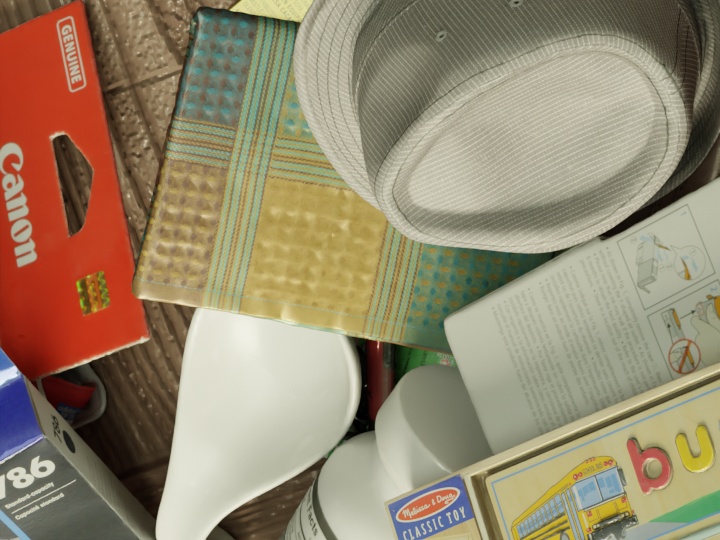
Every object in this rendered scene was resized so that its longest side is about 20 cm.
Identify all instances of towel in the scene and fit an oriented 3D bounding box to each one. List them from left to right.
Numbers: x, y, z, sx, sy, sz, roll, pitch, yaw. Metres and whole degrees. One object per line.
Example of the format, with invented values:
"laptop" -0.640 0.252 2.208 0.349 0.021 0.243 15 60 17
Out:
"towel" 0.003 -0.039 1.262 0.199 0.022 0.147 10 107 -17

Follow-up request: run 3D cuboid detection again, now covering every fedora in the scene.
"fedora" 0.067 -0.067 1.170 0.199 0.090 0.177 -17 121 15

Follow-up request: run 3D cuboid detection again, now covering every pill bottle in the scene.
"pill bottle" 0.015 0.152 1.327 0.116 0.116 0.200 37 119 11

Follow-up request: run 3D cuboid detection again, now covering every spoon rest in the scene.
"spoon rest" -0.058 0.083 1.353 0.099 0.061 0.200 37 130 17

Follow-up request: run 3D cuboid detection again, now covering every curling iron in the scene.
"curling iron" 0.000 0.000 1.324 0.049 0.026 0.201 17 122 20

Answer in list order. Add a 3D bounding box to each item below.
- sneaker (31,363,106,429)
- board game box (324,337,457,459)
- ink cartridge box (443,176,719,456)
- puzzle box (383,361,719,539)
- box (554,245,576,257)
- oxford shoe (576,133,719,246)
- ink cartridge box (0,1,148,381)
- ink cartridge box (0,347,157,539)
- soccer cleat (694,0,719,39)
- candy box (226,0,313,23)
"sneaker" -0.194 0.113 1.435 0.112 0.071 0.201 1 95 22
"board game box" 0.027 0.007 1.373 0.104 0.023 0.201 19 102 13
"ink cartridge box" 0.146 0.075 1.201 0.173 0.043 0.201 -28 72 25
"puzzle box" 0.114 0.128 1.177 0.199 0.025 0.134 -26 73 27
"box" 0.113 -0.052 1.313 0.200 0.036 0.145 -31 93 14
"oxford shoe" 0.138 -0.019 1.263 0.072 0.071 0.201 19 103 11
"ink cartridge box" -0.210 -0.029 1.394 0.173 0.044 0.201 -21 68 20
"ink cartridge box" -0.174 0.125 1.374 0.099 0.039 0.200 -28 131 10
"soccer cleat" 0.160 -0.128 1.212 0.199 0.077 0.067 0 135 26
"candy box" 0.025 -0.153 1.293 0.200 0.117 0.057 -38 85 11
